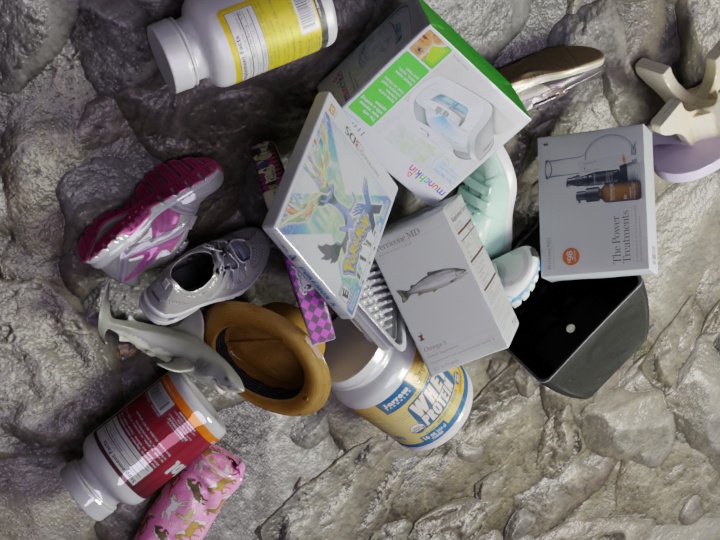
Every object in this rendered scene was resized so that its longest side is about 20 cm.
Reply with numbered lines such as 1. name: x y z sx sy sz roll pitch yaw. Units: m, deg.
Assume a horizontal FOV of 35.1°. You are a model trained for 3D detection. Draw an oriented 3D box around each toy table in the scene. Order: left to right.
1. toy table: 0.479 -0.233 1.611 0.200 0.184 0.117 -58 144 -23

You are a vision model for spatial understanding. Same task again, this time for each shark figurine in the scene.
1. shark figurine: -0.244 0.077 1.446 0.214 0.128 0.090 30 85 -21

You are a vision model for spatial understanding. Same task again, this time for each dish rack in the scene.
1. dish rack: 0.000 0.000 1.479 0.043 0.200 0.172 -24 129 20

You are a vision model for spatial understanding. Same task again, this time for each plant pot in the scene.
1. plant pot: 0.305 0.070 1.662 0.200 0.200 0.177 -47 138 1

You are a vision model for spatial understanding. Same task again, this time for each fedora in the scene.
1. fedora: -0.112 0.099 1.489 0.082 0.200 0.201 -48 135 -43

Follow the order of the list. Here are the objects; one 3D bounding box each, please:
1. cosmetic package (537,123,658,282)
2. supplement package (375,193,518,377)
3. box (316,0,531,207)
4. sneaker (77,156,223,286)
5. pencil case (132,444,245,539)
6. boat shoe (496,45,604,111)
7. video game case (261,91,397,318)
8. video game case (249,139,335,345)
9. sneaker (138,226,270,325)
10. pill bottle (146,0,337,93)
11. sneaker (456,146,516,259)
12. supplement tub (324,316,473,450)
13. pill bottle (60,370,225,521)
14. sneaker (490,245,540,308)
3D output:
1. cosmetic package: 0.322 -0.090 1.556 0.052 0.151 0.200 17 70 -59
2. supplement package: 0.112 0.018 1.507 0.117 0.117 0.200 -24 97 20
3. box: 0.077 -0.210 1.425 0.176 0.097 0.200 -41 125 18
4. sneaker: -0.242 -0.059 1.387 0.200 0.081 0.088 -37 129 2
5. pencil case: -0.240 0.333 1.575 0.086 0.083 0.200 25 100 -33
6. boat shoe: 0.235 -0.247 1.536 0.200 0.072 0.065 -21 127 -12
7. video game case: -0.029 -0.075 1.332 0.182 0.022 0.200 51 48 -42
8. video game case: -0.084 -0.037 1.408 0.036 0.181 0.200 -18 122 -3
9. sneaker: -0.176 -0.001 1.401 0.200 0.075 0.082 -38 174 -40
10. pill bottle: -0.137 -0.277 1.305 0.200 0.111 0.111 -24 123 -14
11. sneaker: 0.147 -0.089 1.561 0.118 0.074 0.201 -22 125 -22
12. supplement tub: 0.047 0.149 1.588 0.145 0.145 0.200 -49 125 3
13. pill bottle: -0.284 0.229 1.482 0.200 0.113 0.113 -38 125 -4
14. sneaker: 0.160 0.026 1.589 0.087 0.075 0.200 29 124 -36
